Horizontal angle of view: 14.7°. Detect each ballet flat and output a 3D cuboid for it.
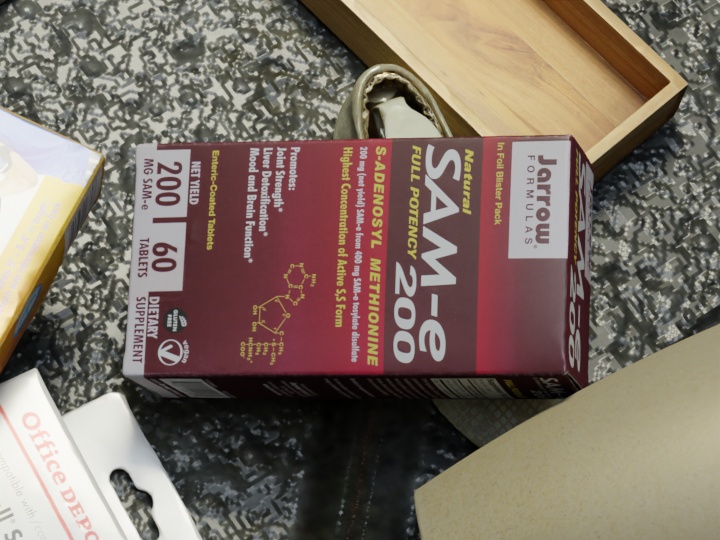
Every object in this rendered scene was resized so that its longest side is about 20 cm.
[{"bbox_3d":[0.038,-0.006,1.285,0.067,0.062,0.201,-21,68,-16],"label":"ballet flat"}]

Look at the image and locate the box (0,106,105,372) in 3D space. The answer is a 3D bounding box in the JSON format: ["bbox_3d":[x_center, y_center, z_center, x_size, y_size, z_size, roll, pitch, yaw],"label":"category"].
[{"bbox_3d":[-0.224,-0.037,1.207,0.199,0.042,0.119,25,61,1],"label":"box"}]

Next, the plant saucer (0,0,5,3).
[{"bbox_3d":[-0.236,-0.210,1.360,0.199,0.050,0.201,3,63,-5],"label":"plant saucer"}]

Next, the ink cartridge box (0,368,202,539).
[{"bbox_3d":[-0.166,0.123,1.192,0.199,0.067,0.117,-25,68,-18],"label":"ink cartridge box"}]

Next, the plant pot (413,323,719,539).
[{"bbox_3d":[0.129,0.116,1.185,0.199,0.187,0.188,-12,65,2],"label":"plant pot"}]

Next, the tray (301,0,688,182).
[{"bbox_3d":[0.052,-0.122,1.360,0.099,0.037,0.200,-39,75,-23],"label":"tray"}]

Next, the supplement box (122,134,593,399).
[{"bbox_3d":[0.000,0.000,1.233,0.199,0.061,0.109,-1,77,13],"label":"supplement box"}]
